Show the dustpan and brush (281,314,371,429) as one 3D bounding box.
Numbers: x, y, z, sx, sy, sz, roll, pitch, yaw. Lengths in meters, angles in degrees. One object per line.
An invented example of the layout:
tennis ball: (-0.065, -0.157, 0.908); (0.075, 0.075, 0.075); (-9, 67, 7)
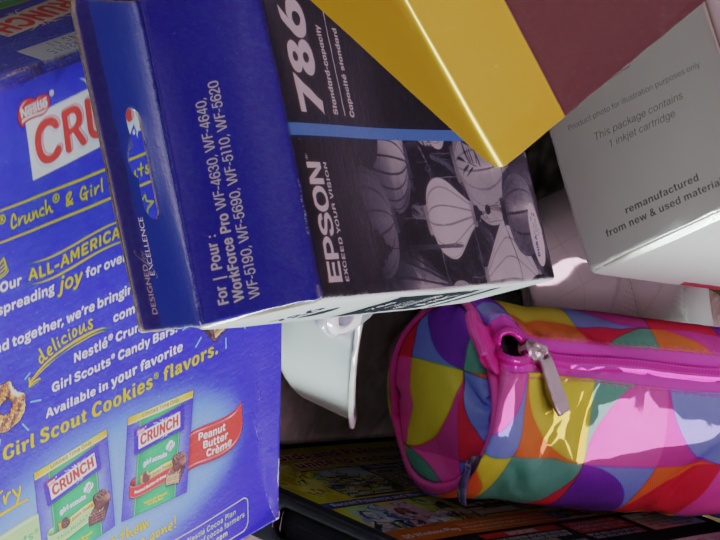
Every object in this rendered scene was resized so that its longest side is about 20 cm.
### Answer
dustpan and brush: (0.000, 0.000, 0.823); (0.200, 0.057, 0.141); (-13, 119, -70)

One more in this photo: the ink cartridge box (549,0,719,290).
ink cartridge box: (0.129, -0.101, 0.888); (0.146, 0.082, 0.202); (6, 64, -53)

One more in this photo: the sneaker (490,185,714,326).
sneaker: (0.096, 0.026, 1.019); (0.115, 0.074, 0.201); (-30, 144, -14)

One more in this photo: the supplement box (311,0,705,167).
supplement box: (0.036, -0.172, 0.547); (0.200, 0.197, 0.133); (-38, 133, -5)

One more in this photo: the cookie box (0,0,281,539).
cookie box: (-0.103, 0.012, 0.737); (0.171, 0.075, 0.202); (-25, 127, -45)

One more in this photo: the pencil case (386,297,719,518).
pencil case: (0.107, 0.057, 0.921); (0.199, 0.088, 0.089); (7, 104, -31)

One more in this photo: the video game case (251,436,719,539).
video game case: (0.061, 0.105, 0.906); (0.199, 0.180, 0.026); (1, 105, -52)

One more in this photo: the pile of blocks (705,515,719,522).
pile of blocks: (0.136, 0.106, 1.025); (0.199, 0.083, 0.062); (-28, 154, 11)

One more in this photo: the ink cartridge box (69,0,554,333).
ink cartridge box: (-0.007, -0.036, 0.708); (0.200, 0.039, 0.100); (-6, 83, -59)

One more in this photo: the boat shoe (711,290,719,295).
boat shoe: (0.191, -0.028, 1.052); (0.075, 0.074, 0.202); (-57, 177, -3)
